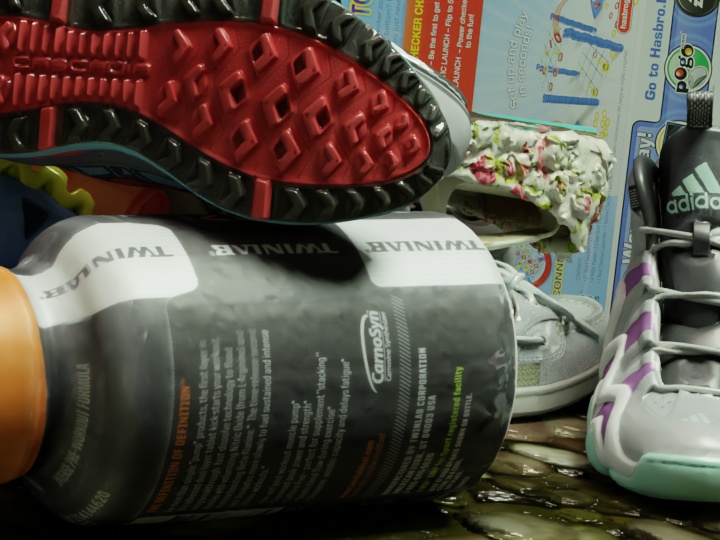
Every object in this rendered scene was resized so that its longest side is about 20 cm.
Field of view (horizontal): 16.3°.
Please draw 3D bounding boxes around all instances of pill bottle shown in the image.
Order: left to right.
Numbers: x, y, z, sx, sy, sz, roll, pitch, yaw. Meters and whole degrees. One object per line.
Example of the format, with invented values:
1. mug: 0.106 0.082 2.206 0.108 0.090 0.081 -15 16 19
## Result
1. pill bottle: -0.053 0.033 0.865 0.199 0.107 0.106 -1 13 -31

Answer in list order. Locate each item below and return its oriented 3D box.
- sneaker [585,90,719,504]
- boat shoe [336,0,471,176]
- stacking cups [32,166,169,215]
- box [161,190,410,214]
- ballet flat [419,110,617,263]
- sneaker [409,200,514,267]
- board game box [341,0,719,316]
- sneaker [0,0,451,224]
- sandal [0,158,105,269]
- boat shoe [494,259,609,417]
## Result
1. sneaker: 0.132 0.000 0.999 0.077 0.141 0.200 4 20 1
2. boat shoe: -0.039 -0.101 1.007 0.199 0.057 0.069 25 -24 16
3. stacking cups: -0.173 -0.049 1.054 0.199 0.061 0.060 23 16 15
4. box: -0.090 -0.073 1.010 0.199 0.036 0.145 14 -29 34
5. ballet flat: 0.027 -0.040 1.085 0.199 0.064 0.076 6 -8 -28
6. sneaker: 0.000 0.000 1.133 0.074 0.080 0.200 13 15 38
7. board game box: 0.083 -0.072 1.227 0.195 0.201 0.056 8 10 12
8. sneaker: -0.058 -0.063 0.883 0.199 0.080 0.095 13 1 16
9. sandal: -0.184 -0.012 0.919 0.199 0.087 0.080 17 -35 -8
10. boat shoe: 0.033 0.024 1.057 0.201 0.065 0.074 -3 14 -37
